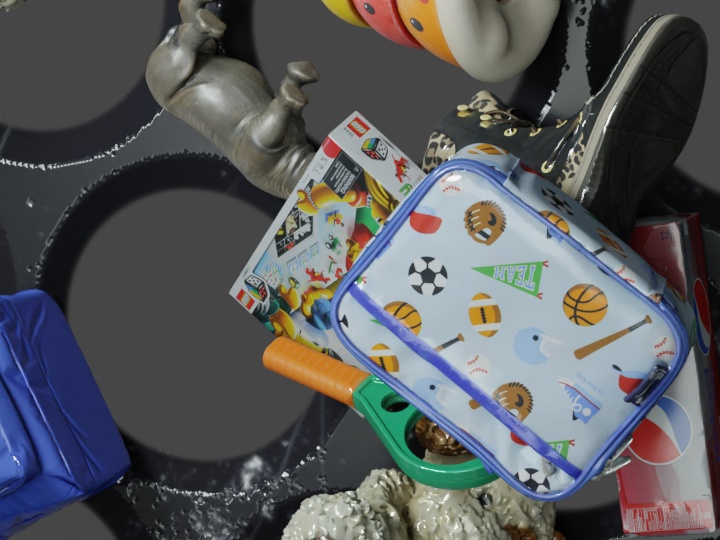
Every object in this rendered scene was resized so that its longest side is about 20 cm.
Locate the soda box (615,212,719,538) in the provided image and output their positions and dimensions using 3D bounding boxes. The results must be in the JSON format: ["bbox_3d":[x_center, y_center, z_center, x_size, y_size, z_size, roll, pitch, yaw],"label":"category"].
[{"bbox_3d":[0.192,0.066,1.498,0.063,0.070,0.200,-6,94,20],"label":"soda box"}]

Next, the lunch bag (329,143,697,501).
[{"bbox_3d":[0.091,0.036,1.379,0.200,0.076,0.160,40,108,2],"label":"lunch bag"}]

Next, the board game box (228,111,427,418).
[{"bbox_3d":[0.000,0.000,1.506,0.126,0.035,0.200,42,143,6],"label":"board game box"}]

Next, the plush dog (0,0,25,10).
[{"bbox_3d":[-0.331,-0.201,1.553,0.200,0.172,0.161,-40,86,17],"label":"plush dog"}]

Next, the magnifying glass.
[{"bbox_3d":[0.018,0.085,1.490,0.200,0.080,0.022,24,143,35],"label":"magnifying glass"}]

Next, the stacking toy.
[{"bbox_3d":[0.017,-0.196,1.506,0.200,0.146,0.146,4,98,33],"label":"stacking toy"}]

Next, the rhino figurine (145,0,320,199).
[{"bbox_3d":[-0.062,-0.097,1.556,0.200,0.060,0.087,43,125,6],"label":"rhino figurine"}]

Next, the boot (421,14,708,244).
[{"bbox_3d":[0.122,-0.082,1.469,0.151,0.073,0.200,30,99,48],"label":"boot"}]

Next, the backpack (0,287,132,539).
[{"bbox_3d":[-0.293,0.117,1.595,0.200,0.168,0.163,-26,83,21],"label":"backpack"}]

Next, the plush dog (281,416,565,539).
[{"bbox_3d":[0.051,0.179,1.537,0.172,0.161,0.200,-31,113,2],"label":"plush dog"}]
